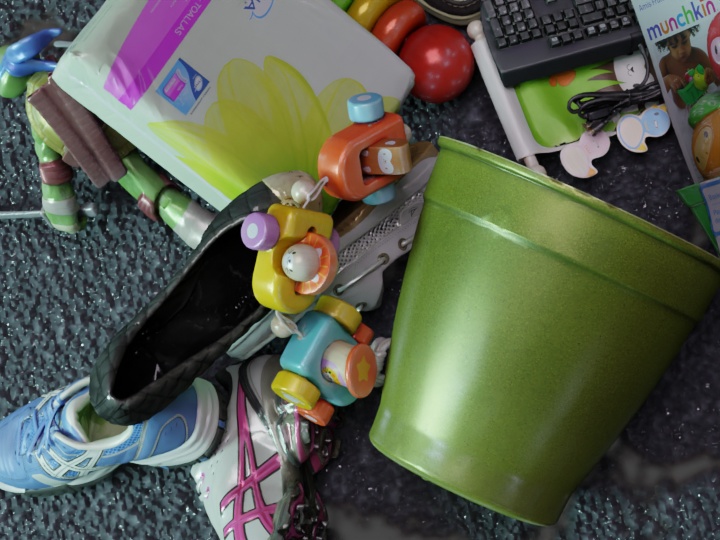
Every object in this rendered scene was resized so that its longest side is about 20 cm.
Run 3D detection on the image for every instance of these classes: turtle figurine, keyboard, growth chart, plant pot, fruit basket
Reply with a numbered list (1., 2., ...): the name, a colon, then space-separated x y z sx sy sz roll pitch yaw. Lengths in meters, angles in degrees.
1. turtle figurine: -0.166 -0.095 1.279 0.193 0.200 0.144 29 57 -1
2. keyboard: 0.186 -0.164 1.221 0.199 0.021 0.128 -16 71 -2
3. growth chart: 0.174 -0.150 1.236 0.199 0.018 0.145 -28 72 -7
4. plant pot: 0.099 0.046 1.126 0.199 0.200 0.194 26 92 19
5. fruit basket: 0.245 -0.104 1.113 0.093 0.185 0.201 -25 94 -30

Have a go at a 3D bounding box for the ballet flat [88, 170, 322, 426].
1. ballet flat: -0.088 0.019 1.115 0.066 0.057 0.200 42 76 -10

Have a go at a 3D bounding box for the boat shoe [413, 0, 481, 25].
1. boat shoe: 0.030 -0.260 1.289 0.072 0.066 0.201 -34 68 3

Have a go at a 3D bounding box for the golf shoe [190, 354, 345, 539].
1. golf shoe: -0.067 0.152 1.186 0.091 0.073 0.201 -3 63 22

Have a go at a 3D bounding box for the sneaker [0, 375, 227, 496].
1. sneaker: -0.185 0.100 1.201 0.199 0.077 0.076 -18 62 31

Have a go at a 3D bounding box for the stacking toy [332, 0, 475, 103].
1. stacking toy: -0.005 -0.183 1.275 0.200 0.085 0.086 38 84 13

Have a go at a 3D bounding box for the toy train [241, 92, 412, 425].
1. toy train: 0.000 0.000 1.132 0.055 0.150 0.201 15 120 41

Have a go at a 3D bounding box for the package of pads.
1. package of pads: -0.077 -0.128 1.191 0.200 0.068 0.155 39 66 -14

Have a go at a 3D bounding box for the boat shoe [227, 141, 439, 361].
1. boat shoe: -0.010 0.001 1.215 0.200 0.071 0.069 -40 108 -4
